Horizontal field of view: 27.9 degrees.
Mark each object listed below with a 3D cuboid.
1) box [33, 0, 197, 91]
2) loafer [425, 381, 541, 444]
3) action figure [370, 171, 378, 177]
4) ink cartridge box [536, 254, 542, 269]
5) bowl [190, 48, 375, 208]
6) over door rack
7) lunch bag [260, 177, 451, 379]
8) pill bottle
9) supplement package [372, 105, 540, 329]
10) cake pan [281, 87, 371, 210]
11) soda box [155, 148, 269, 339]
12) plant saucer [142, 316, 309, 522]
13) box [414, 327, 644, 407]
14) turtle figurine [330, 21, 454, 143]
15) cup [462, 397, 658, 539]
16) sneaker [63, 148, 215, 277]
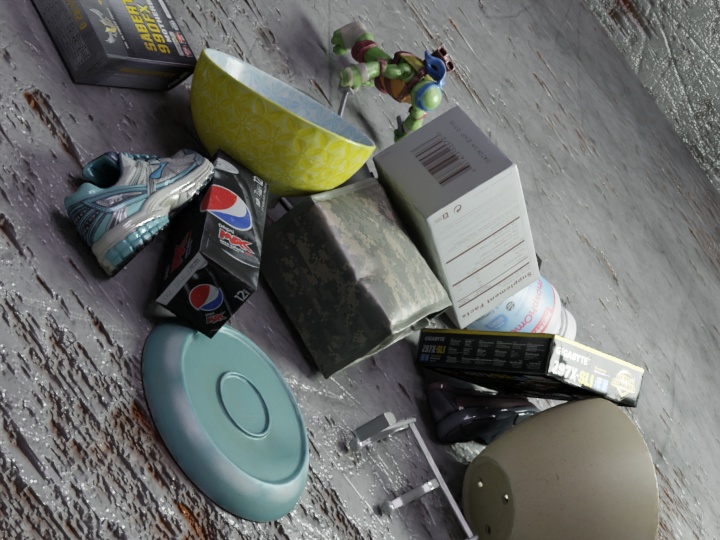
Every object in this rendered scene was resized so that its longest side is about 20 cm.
[{"bbox_3d":[-0.261,-0.276,1.434,0.201,0.048,0.158,61,25,11],"label":"box"},{"bbox_3d":[0.141,0.153,1.624,0.200,0.072,0.063,9,46,-55],"label":"loafer"},{"bbox_3d":[0.098,-0.080,1.765,0.199,0.130,0.070,21,55,-39],"label":"action figure"},{"bbox_3d":[0.174,-0.061,1.978,0.200,0.037,0.095,49,26,-11],"label":"ink cartridge box"},{"bbox_3d":[-0.096,-0.128,1.456,0.199,0.108,0.200,30,11,-6],"label":"bowl"},{"bbox_3d":[0.045,0.211,1.360,0.148,0.066,0.200,61,5,10],"label":"over door rack"},{"bbox_3d":[0.000,0.000,1.493,0.165,0.117,0.200,58,30,6],"label":"lunch bag"},{"bbox_3d":[0.174,0.038,1.769,0.200,0.109,0.109,36,31,-35],"label":"pill bottle"},{"bbox_3d":[0.108,-0.056,1.587,0.117,0.117,0.200,51,-12,38],"label":"supplement package"},{"bbox_3d":[-0.052,-0.126,1.643,0.200,0.037,0.201,41,29,-29],"label":"cake pan"},{"bbox_3d":[-0.131,-0.028,1.316,0.063,0.071,0.200,35,24,-19],"label":"soda box"},{"bbox_3d":[-0.108,0.121,1.261,0.200,0.027,0.201,41,28,-28],"label":"plant saucer"},{"bbox_3d":[0.185,0.106,1.594,0.159,0.199,0.050,23,76,-39],"label":"box"},{"bbox_3d":[0.014,-0.217,1.830,0.143,0.201,0.194,10,26,-28],"label":"turtle figurine"},{"bbox_3d":[0.191,0.236,1.504,0.143,0.201,0.201,-2,57,-29],"label":"cup"},{"bbox_3d":[-0.195,-0.078,1.285,0.086,0.078,0.200,48,26,-9],"label":"sneaker"}]
